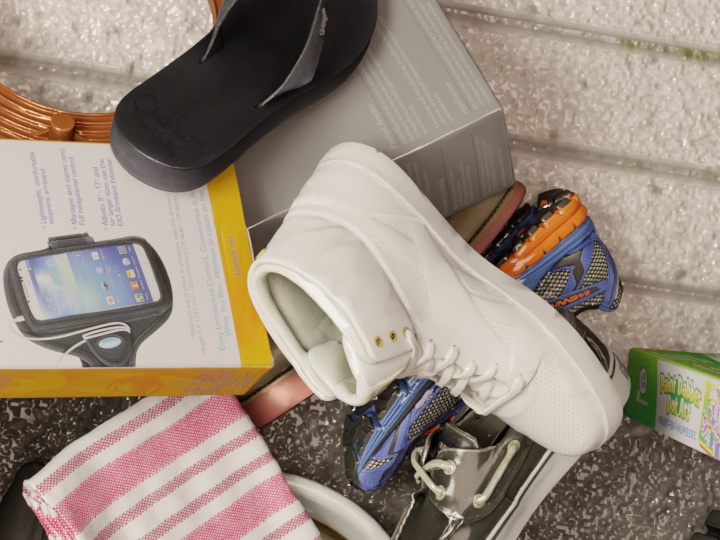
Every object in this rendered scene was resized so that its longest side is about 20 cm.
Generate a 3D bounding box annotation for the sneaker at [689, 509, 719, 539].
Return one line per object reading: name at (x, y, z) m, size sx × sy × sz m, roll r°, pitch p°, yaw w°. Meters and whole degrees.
sneaker at (0.174, 0.178, 1.304) m, size 0.199 × 0.071 × 0.100 m, roll 6°, pitch 89°, yaw -15°

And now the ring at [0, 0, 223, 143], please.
ring at (-0.140, -0.133, 1.209) m, size 0.199 × 0.019 × 0.201 m, roll 5°, pitch 52°, yaw -6°

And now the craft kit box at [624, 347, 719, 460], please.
craft kit box at (0.260, 0.075, 1.244) m, size 0.196 × 0.200 × 0.049 m, roll 7°, pitch 92°, yaw -8°

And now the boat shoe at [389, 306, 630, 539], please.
boat shoe at (0.057, 0.106, 1.229) m, size 0.064 × 0.071 × 0.200 m, roll 45°, pitch 78°, yaw -29°

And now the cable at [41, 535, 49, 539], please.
cable at (-0.133, 0.230, 1.214) m, size 0.162 × 0.051 × 0.201 m, roll -24°, pitch 103°, yaw -5°

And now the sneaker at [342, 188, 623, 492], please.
sneaker at (0.068, 0.049, 1.280) m, size 0.200 × 0.075 × 0.078 m, roll -46°, pitch 101°, yaw -3°

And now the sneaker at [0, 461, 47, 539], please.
sneaker at (-0.219, 0.190, 1.243) m, size 0.090 × 0.076 × 0.201 m, roll 24°, pitch 86°, yaw -2°

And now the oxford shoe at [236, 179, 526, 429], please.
oxford shoe at (0.000, 0.000, 1.270) m, size 0.200 × 0.070 × 0.075 m, roll -38°, pitch 91°, yaw -7°

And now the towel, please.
towel at (-0.071, 0.157, 1.194) m, size 0.146 × 0.030 × 0.201 m, roll -36°, pitch 98°, yaw -45°

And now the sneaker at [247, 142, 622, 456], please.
sneaker at (0.031, 0.043, 1.136) m, size 0.200 × 0.074 × 0.116 m, roll 42°, pitch 47°, yaw -6°

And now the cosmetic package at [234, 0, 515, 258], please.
cosmetic package at (-0.030, -0.060, 1.236) m, size 0.199 × 0.090 × 0.107 m, roll -25°, pitch 61°, yaw -3°

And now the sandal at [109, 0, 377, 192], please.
sandal at (-0.048, -0.109, 1.163) m, size 0.076 × 0.043 × 0.200 m, roll 29°, pitch 47°, yaw 8°

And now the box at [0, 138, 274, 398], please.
box at (-0.146, -0.001, 1.101) m, size 0.199 × 0.041 × 0.120 m, roll 1°, pitch 64°, yaw -27°

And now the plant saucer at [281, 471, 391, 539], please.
plant saucer at (-0.064, 0.206, 1.276) m, size 0.199 × 0.050 × 0.202 m, roll 0°, pitch 91°, yaw -9°
